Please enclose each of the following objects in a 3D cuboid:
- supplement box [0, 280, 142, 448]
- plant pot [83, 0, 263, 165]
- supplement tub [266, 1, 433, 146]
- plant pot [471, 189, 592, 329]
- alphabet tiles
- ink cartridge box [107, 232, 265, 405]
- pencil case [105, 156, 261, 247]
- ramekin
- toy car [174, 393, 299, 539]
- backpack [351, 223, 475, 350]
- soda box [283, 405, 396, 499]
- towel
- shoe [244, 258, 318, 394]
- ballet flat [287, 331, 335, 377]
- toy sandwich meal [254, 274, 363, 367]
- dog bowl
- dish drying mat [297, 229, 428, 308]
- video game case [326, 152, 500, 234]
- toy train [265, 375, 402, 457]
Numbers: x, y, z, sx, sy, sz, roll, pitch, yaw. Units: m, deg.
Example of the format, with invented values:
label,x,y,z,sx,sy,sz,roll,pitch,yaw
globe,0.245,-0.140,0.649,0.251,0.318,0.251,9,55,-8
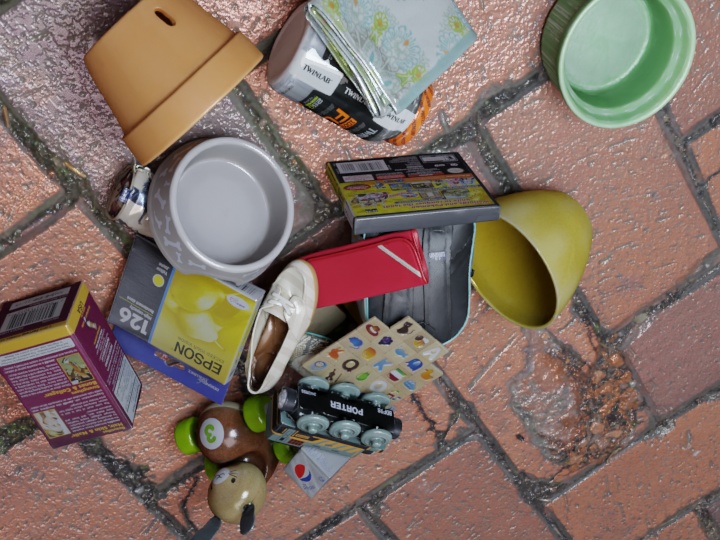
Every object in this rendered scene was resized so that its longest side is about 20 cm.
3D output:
label,x,y,z,sx,sy,sz,roll,pitch,yaw
supplement box,-0.408,0.134,1.384,0.129,0.104,0.202,-14,124,9
plant pot,-0.234,-0.244,1.185,0.199,0.200,0.140,-40,105,10
supplement tub,-0.011,-0.246,1.273,0.198,0.123,0.123,25,111,-26
plant pot,0.257,-0.037,1.449,0.141,0.199,0.202,-35,127,-24
alphabet tiles,0.019,0.139,1.401,0.199,0.006,0.166,-34,130,22
ink cartridge box,-0.253,0.073,1.387,0.195,0.047,0.202,26,112,6
pencil case,-0.237,-0.075,1.338,0.198,0.078,0.090,21,127,-25
ramekin,0.344,-0.306,1.351,0.197,0.098,0.203,-7,122,-12
toy car,-0.193,0.312,1.479,0.162,0.202,0.158,-20,127,24
backpack,0.071,0.008,1.419,0.173,0.153,0.204,-5,97,-14
soda box,-0.030,0.258,1.520,0.063,0.200,0.068,43,131,8
towel,0.040,-0.303,1.215,0.200,0.048,0.172,-45,107,-30
shoe,-0.112,0.082,1.377,0.069,0.053,0.203,23,102,13
ballet flat,-0.039,0.136,1.443,0.197,0.076,0.068,12,141,-27
toy sandwich meal,-0.064,0.078,1.480,0.202,0.071,0.208,-7,121,-11
dog bowl,-0.175,-0.081,1.297,0.197,0.058,0.204,6,78,-29
dish drying mat,0.000,0.000,1.342,0.198,0.018,0.078,-13,98,34
video game case,0.066,-0.108,1.341,0.196,0.181,0.026,-6,120,-12
toy train,-0.040,0.213,1.407,0.198,0.086,0.114,18,141,-28
